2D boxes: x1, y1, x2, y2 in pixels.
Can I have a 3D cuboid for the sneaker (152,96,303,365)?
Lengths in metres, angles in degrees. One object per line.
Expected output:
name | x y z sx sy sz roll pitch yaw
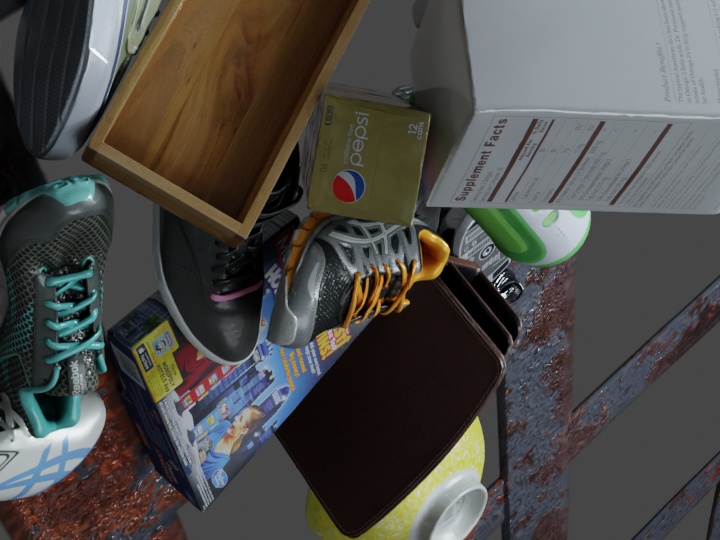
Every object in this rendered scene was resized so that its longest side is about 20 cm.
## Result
sneaker | -0.079 -0.024 0.825 0.070 0.099 0.202 -20 114 -32

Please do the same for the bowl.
bowl | 0.055 0.205 1.272 0.199 0.107 0.201 -33 144 -28

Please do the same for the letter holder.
letter holder | 0.044 0.106 1.086 0.200 0.142 0.100 -50 147 20

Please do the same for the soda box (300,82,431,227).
soda box | -0.001 -0.078 0.846 0.200 0.063 0.068 -112 -148 -79

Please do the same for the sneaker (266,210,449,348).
sneaker | 0.000 0.000 0.887 0.200 0.077 0.079 -45 157 -57

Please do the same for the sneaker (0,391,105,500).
sneaker | -0.237 0.104 0.826 0.199 0.072 0.073 -14 147 -45

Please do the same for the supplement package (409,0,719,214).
supplement package | 0.141 -0.112 0.813 0.198 0.118 0.118 1 155 -11

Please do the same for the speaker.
speaker | 0.104 -0.072 0.973 0.089 0.088 0.200 -52 146 -1

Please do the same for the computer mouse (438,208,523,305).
computer mouse | 0.099 -0.013 1.179 0.109 0.044 0.201 -35 150 -19

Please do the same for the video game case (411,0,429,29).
video game case | 0.164 -0.175 0.847 0.181 0.023 0.199 18 145 -40

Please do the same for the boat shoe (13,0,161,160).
boat shoe | -0.132 -0.151 0.717 0.062 0.072 0.201 -1 119 -45

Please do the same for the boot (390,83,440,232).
boot | 0.074 -0.087 1.066 0.199 0.070 0.132 -10 135 -37

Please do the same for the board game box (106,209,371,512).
board game box | -0.082 0.044 0.981 0.200 0.061 0.201 -40 144 -24

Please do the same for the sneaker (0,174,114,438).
sneaker | -0.171 0.025 0.770 0.077 0.092 0.200 -18 155 -31

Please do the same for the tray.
tray | -0.065 -0.125 0.756 0.201 0.098 0.037 -64 -168 -15
